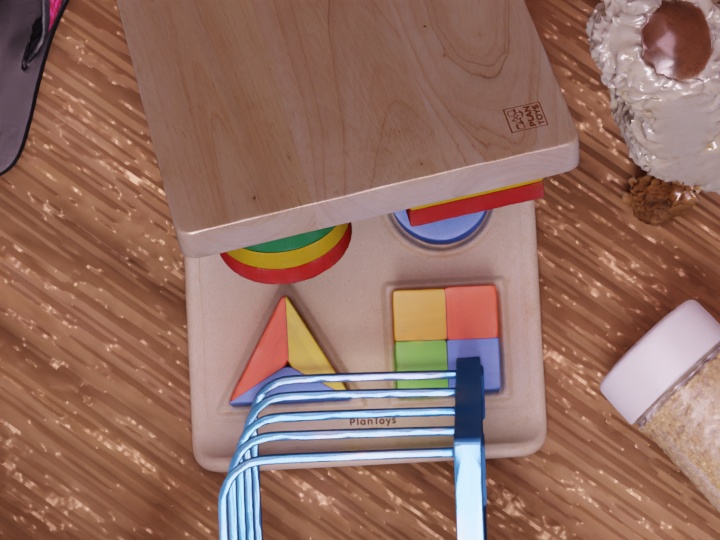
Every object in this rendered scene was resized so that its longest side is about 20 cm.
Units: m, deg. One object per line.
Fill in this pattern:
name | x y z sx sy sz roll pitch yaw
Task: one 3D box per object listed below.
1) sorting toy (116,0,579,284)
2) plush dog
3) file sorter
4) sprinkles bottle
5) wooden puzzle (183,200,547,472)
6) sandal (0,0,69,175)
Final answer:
sorting toy | -0.009 -0.084 1.491 0.198 0.070 0.200 -13 46 -4
plush dog | 0.175 -0.131 1.518 0.199 0.160 0.172 5 64 -25
file sorter | 0.002 0.129 1.416 0.122 0.200 0.139 -1 99 3
sprinkles bottle | 0.212 0.107 1.494 0.068 0.068 0.200 -43 82 -5
wooden puzzle | 0.000 0.000 1.530 0.184 0.046 0.201 -3 80 2
sandal | -0.187 -0.147 1.561 0.075 0.045 0.201 9 81 4
